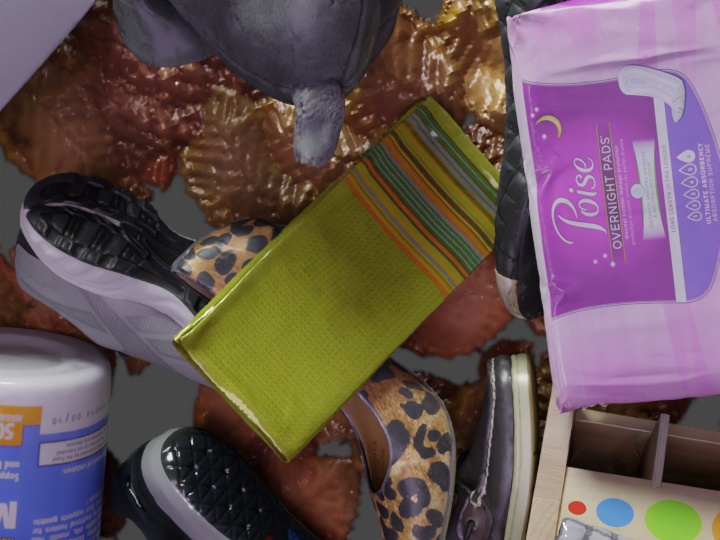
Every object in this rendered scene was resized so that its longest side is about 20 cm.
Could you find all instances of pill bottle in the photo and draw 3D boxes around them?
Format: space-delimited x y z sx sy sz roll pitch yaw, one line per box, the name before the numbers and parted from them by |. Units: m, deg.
pill bottle | -0.202 0.142 0.952 0.111 0.112 0.201 8 102 10

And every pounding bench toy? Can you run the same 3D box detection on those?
pounding bench toy | 0.162 0.179 0.876 0.155 0.125 0.201 8 132 9

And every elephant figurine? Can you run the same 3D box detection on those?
elephant figurine | -0.079 -0.167 0.856 0.199 0.155 0.142 16 119 8

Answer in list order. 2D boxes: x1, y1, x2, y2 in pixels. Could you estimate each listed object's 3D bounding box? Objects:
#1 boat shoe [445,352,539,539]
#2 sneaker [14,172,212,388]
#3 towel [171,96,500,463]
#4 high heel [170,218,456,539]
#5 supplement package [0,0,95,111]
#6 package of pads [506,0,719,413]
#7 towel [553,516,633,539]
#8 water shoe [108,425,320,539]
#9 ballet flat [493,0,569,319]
boat shoe | 0.061 0.141 0.918 0.064 0.073 0.201 6 103 5
sneaker | -0.103 0.023 0.937 0.200 0.074 0.079 31 136 -2
towel | 0.000 0.000 0.863 0.086 0.018 0.200 45 64 0
high heel | -0.026 0.072 0.877 0.142 0.071 0.201 0 75 -20
supplement package | -0.254 -0.136 0.883 0.156 0.111 0.200 40 108 -19
package of pads | 0.140 -0.033 0.803 0.120 0.076 0.201 -6 98 18
towel | 0.134 0.219 0.776 0.165 0.086 0.201 17 133 2
water shoe | -0.063 0.177 0.966 0.079 0.071 0.200 -30 97 44
ballet flat | 0.094 -0.075 0.881 0.057 0.066 0.201 11 101 42
